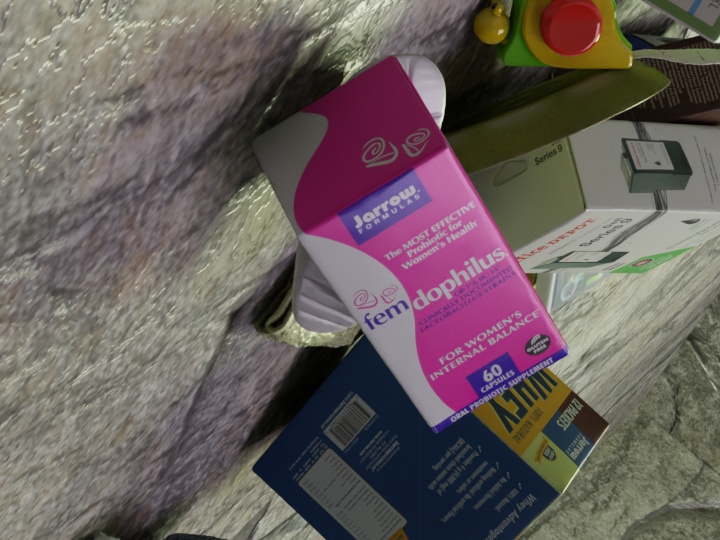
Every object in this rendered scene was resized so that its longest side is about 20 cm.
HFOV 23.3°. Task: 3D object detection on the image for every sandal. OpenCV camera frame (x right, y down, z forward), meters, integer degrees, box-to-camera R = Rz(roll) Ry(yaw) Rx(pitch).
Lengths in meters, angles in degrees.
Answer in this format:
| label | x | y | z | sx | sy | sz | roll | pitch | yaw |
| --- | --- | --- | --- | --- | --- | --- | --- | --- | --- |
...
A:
| label | x | y | z | sx | sy | sz | roll | pitch | yaw |
| --- | --- | --- | --- | --- | --- | --- | --- | --- | --- |
| sandal | -0.011 | -0.055 | 1.101 | 0.079 | 0.059 | 0.207 | 1 | 126 | -25 |

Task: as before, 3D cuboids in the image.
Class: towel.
| label | x | y | z | sx | sy | sz | roll | pitch | yaw |
| --- | --- | --- | --- | --- | --- | --- | --- | --- | --- |
| towel | 0.000 | 0.000 | 1.319 | 0.148 | 0.036 | 0.200 | -51 | 165 | 9 |

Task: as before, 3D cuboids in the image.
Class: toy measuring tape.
| label | x | y | z | sx | sy | sz | roll | pitch | yaw |
| --- | --- | --- | --- | --- | --- | --- | --- | --- | --- |
| toy measuring tape | 0.176 | -0.176 | 1.198 | 0.199 | 0.074 | 0.074 | -1 | 151 | -8 |

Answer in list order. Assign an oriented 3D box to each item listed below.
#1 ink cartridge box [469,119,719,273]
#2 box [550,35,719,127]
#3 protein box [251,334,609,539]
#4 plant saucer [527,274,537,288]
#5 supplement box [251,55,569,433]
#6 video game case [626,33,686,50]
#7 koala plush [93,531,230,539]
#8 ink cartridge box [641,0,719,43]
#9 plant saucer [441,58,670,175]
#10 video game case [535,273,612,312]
| label | x | y | z | sx | sy | sz | roll | pitch | yaw |
| --- | --- | --- | --- | --- | --- | --- | --- | --- | --- |
| ink cartridge box | 0.198 | -0.058 | 1.432 | 0.200 | 0.084 | 0.146 | 0 | 160 | -36 |
| box | 0.265 | -0.143 | 1.475 | 0.200 | 0.075 | 0.100 | -16 | 164 | 3 |
| protein box | 0.058 | 0.149 | 1.464 | 0.199 | 0.200 | 0.135 | -51 | 174 | 31 |
| plant saucer | 0.226 | -0.049 | 1.830 | 0.200 | 0.048 | 0.200 | -47 | 165 | -13 |
| supplement box | 0.032 | -0.013 | 1.045 | 0.101 | 0.103 | 0.200 | -31 | 131 | 4 |
| video game case | 0.278 | -0.121 | 1.653 | 0.181 | 0.045 | 0.200 | -4 | 122 | -49 |
| koala plush | -0.144 | 0.273 | 1.344 | 0.184 | 0.177 | 0.200 | -57 | 168 | -18 |
| ink cartridge box | 0.220 | -0.196 | 1.150 | 0.059 | 0.200 | 0.104 | -62 | 162 | 17 |
| plant saucer | 0.124 | -0.112 | 1.258 | 0.200 | 0.031 | 0.200 | -22 | -172 | 3 |
| video game case | 0.248 | -0.072 | 1.718 | 0.182 | 0.023 | 0.200 | -28 | 139 | -34 |
